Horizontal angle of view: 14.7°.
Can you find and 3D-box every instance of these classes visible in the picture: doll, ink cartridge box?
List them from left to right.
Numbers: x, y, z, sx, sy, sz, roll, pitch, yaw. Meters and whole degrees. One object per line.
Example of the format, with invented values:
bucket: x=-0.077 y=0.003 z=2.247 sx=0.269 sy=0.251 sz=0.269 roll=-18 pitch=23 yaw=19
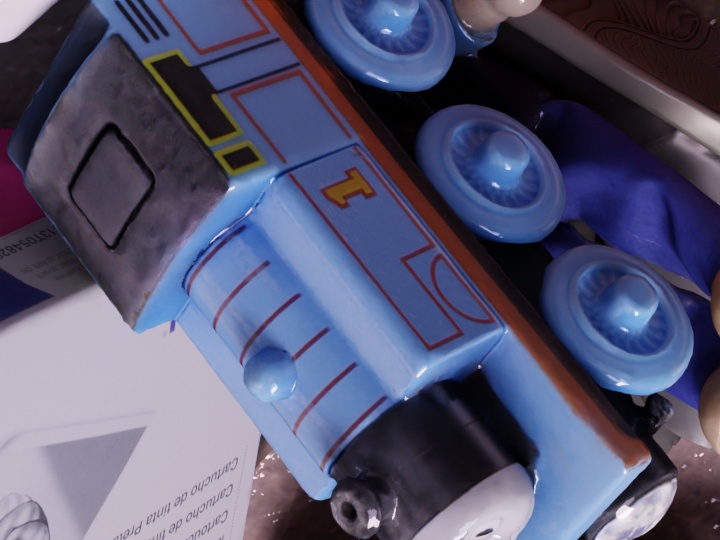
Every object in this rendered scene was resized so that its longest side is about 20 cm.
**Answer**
ink cartridge box: x=-0.099 y=0.081 z=0.803 sx=0.199 sy=0.041 sz=0.201 roll=-30 pitch=138 yaw=-50
doll: x=0.042 y=-0.029 z=0.815 sx=0.048 sy=0.200 sz=0.137 roll=-34 pitch=141 yaw=-35

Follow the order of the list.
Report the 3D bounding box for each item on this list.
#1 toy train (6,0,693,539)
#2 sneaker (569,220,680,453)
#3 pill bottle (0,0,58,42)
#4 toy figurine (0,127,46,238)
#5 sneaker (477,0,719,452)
toy train: x=0.000 y=0.000 z=0.747 sx=0.114 sy=0.200 sz=0.087 roll=-24 pitch=160 yaw=-41
sneaker: x=0.038 y=0.001 z=0.922 sx=0.200 sy=0.076 sz=0.091 roll=9 pitch=115 yaw=-35
pill bottle: x=-0.048 y=-0.154 z=0.714 sx=0.200 sy=0.113 sz=0.113 roll=-41 pitch=131 yaw=15
toy figurine: x=-0.135 y=0.043 z=0.851 sx=0.200 sy=0.150 sz=0.184 roll=19 pitch=110 yaw=-43
sneaker: x=0.085 y=-0.020 z=0.865 sx=0.200 sy=0.075 sz=0.106 roll=34 pitch=118 yaw=-2
